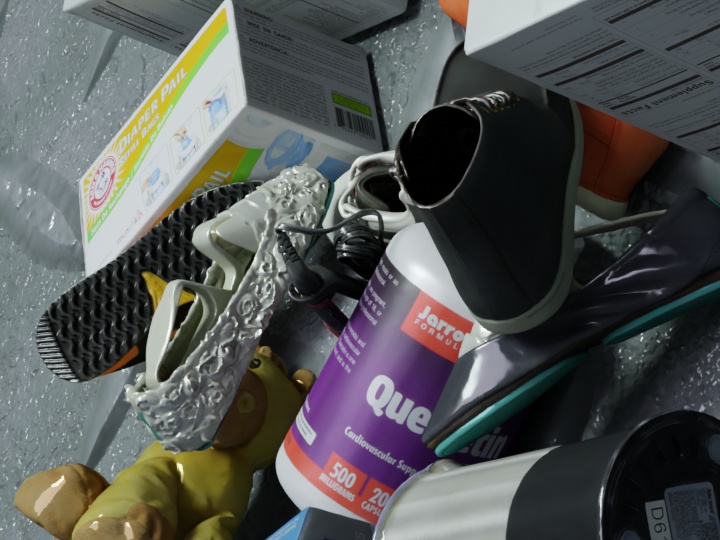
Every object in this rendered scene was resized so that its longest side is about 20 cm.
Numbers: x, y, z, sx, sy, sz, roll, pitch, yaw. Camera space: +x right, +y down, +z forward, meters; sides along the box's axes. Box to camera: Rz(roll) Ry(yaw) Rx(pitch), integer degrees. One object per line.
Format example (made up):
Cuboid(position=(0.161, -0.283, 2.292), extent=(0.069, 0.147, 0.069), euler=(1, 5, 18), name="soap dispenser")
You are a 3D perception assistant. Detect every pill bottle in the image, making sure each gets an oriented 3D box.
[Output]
Cuboid(position=(0.042, 0.053, 1.387), extent=(0.200, 0.112, 0.112), euler=(-62, 32, 14), name="pill bottle")

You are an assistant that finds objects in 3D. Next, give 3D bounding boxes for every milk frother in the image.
Cuboid(position=(0.068, 0.159, 1.205), extent=(0.188, 0.200, 0.181), euler=(-20, 60, 53), name="milk frother")

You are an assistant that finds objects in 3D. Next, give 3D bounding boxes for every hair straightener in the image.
Cuboid(position=(0.000, 0.000, 1.429), extent=(0.041, 0.200, 0.077), euler=(35, 86, 28), name="hair straightener")

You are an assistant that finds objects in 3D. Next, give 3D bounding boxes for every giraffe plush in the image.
Cuboid(position=(-0.094, 0.119, 1.562), extent=(0.162, 0.172, 0.200), euler=(-59, -5, -2), name="giraffe plush")

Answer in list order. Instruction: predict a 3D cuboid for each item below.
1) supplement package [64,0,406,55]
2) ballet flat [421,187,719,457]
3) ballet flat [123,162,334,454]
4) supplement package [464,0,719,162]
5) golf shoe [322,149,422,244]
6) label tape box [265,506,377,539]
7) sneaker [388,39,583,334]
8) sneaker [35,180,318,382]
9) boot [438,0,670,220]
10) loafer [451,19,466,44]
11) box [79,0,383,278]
Cuboid(position=(-0.076, -0.240, 1.689), extent=(0.200, 0.150, 0.152), euler=(-17, 59, 54), name="supplement package")
Cuboid(position=(0.107, 0.021, 1.294), extent=(0.200, 0.073, 0.073), euler=(-31, 43, 14), name="ballet flat")
Cuboid(position=(-0.079, 0.011, 1.487), extent=(0.072, 0.072, 0.200), euler=(-9, 51, 56), name="ballet flat")
Cuboid(position=(0.178, -0.158, 1.206), extent=(0.151, 0.200, 0.152), euler=(-21, 56, 51), name="supplement package")
Cuboid(position=(0.021, -0.047, 1.505), extent=(0.200, 0.088, 0.077), euler=(-2, 73, 59), name="golf shoe")
Cuboid(position=(-0.037, 0.188, 1.349), extent=(0.143, 0.200, 0.066), euler=(-41, 41, 39), name="label tape box")
Cuboid(position=(0.063, -0.075, 1.283), extent=(0.075, 0.106, 0.200), euler=(-20, 44, 16), name="sneaker")
Cuboid(position=(-0.114, 0.004, 1.623), extent=(0.200, 0.070, 0.090), euler=(-31, -4, 2), name="sneaker")
Cuboid(position=(0.097, -0.106, 1.409), extent=(0.200, 0.075, 0.107), euler=(40, 115, 43), name="boot")
Cuboid(position=(0.069, -0.182, 1.526), extent=(0.072, 0.063, 0.200), euler=(-44, 39, 35), name="loafer")
Cuboid(position=(-0.090, -0.065, 1.665), extent=(0.200, 0.112, 0.102), euler=(-47, 37, 36), name="box")
